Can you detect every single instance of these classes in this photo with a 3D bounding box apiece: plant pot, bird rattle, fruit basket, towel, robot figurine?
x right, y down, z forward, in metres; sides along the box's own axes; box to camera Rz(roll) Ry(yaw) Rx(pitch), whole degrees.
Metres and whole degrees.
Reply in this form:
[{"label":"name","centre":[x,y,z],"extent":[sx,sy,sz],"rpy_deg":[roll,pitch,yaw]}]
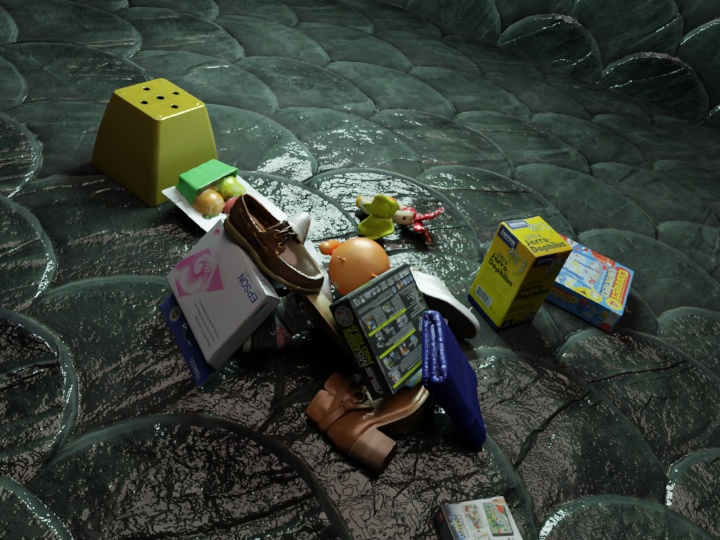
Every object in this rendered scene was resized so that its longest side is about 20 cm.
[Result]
[{"label":"plant pot","centre":[-0.050,0.083,1.057],"extent":[0.027,0.201,0.200],"rpy_deg":[-38,58,-8]},{"label":"bird rattle","centre":[0.078,-0.136,1.441],"extent":[0.198,0.114,0.163],"rpy_deg":[-7,28,-33]},{"label":"fruit basket","centre":[-0.279,-0.131,1.317],"extent":[0.200,0.094,0.185],"rpy_deg":[43,42,5]},{"label":"plant pot","centre":[-0.430,-0.288,1.352],"extent":[0.199,0.178,0.200],"rpy_deg":[34,41,18]},{"label":"towel","centre":[0.146,0.176,1.027],"extent":[0.049,0.201,0.149],"rpy_deg":[-19,42,16]},{"label":"robot figurine","centre":[-0.002,-0.001,1.180],"extent":[0.115,0.200,0.145],"rpy_deg":[-19,86,1]}]

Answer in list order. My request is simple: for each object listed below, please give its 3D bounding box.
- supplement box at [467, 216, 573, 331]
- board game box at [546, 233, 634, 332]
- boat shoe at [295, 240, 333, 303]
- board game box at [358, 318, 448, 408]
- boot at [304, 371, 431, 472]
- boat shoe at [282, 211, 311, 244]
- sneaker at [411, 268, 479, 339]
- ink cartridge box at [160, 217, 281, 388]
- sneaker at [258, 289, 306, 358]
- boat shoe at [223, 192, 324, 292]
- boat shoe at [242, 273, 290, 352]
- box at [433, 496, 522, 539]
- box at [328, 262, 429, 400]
[{"label":"supplement box","centre":[0.316,0.007,1.277],"extent":[0.108,0.201,0.110],"rpy_deg":[-11,46,-31]},{"label":"board game box","centre":[0.508,0.023,1.450],"extent":[0.194,0.056,0.200],"rpy_deg":[28,40,13]},{"label":"boat shoe","centre":[-0.103,0.009,1.206],"extent":[0.067,0.074,0.200],"rpy_deg":[-14,41,-12]},{"label":"board game box","centre":[0.082,0.144,1.154],"extent":[0.134,0.035,0.201],"rpy_deg":[18,39,0]},{"label":"boot","centre":[0.021,0.211,1.019],"extent":[0.154,0.077,0.200],"rpy_deg":[30,56,23]},{"label":"boat shoe","centre":[-0.135,-0.052,1.178],"extent":[0.071,0.200,0.069],"rpy_deg":[47,62,-5]},{"label":"sneaker","centre":[0.164,0.055,1.261],"extent":[0.199,0.073,0.084],"rpy_deg":[36,44,23]},{"label":"ink cartridge box","centre":[-0.242,0.049,1.020],"extent":[0.197,0.200,0.043],"rpy_deg":[51,11,36]},{"label":"sneaker","centre":[-0.183,0.048,1.108],"extent":[0.108,0.067,0.202],"rpy_deg":[-35,73,-27]},{"label":"boat shoe","centre":[-0.132,-0.044,0.992],"extent":[0.200,0.068,0.072],"rpy_deg":[40,36,16]},{"label":"boat shoe","centre":[-0.148,0.039,1.040],"extent":[0.065,0.075,0.201],"rpy_deg":[9,63,-9]},{"label":"box","centre":[0.186,0.416,0.872],"extent":[0.109,0.035,0.201],"rpy_deg":[1,42,-21]},{"label":"box","centre":[0.049,0.091,1.018],"extent":[0.200,0.044,0.162],"rpy_deg":[-29,95,-55]}]
